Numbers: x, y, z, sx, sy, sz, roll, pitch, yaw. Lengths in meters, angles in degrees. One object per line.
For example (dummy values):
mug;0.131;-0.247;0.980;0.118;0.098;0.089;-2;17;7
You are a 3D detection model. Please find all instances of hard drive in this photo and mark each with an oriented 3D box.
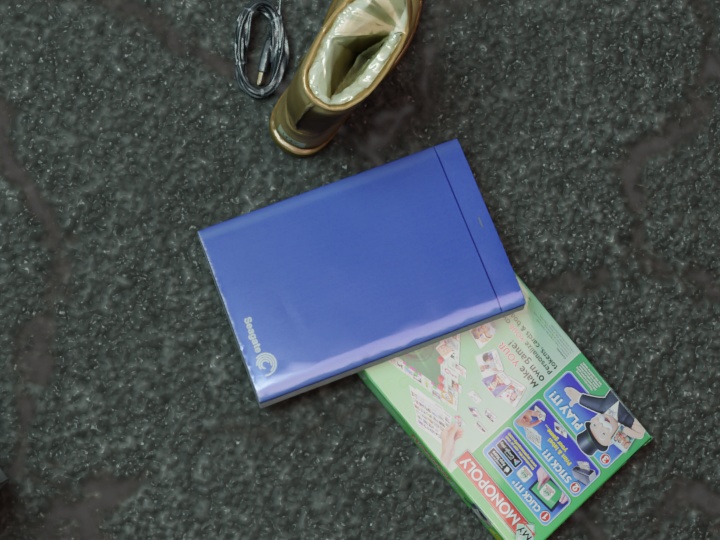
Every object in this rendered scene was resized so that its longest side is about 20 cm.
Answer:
hard drive;0.000;0.000;1.120;0.198;0.025;0.133;-20;74;-7

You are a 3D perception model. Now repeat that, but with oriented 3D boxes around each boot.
boot;0.006;-0.160;1.071;0.066;0.200;0.176;29;79;-5

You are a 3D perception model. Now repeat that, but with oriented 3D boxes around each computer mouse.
computer mouse;-0.050;-0.222;1.160;0.058;0.034;0.201;23;85;-23

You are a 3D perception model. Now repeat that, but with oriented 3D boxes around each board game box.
board game box;0.097;0.089;1.145;0.134;0.029;0.200;-40;91;-11

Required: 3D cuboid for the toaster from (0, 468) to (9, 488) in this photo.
toaster;-0.324;0.102;0.985;0.118;0.200;0.181;-39;90;-7
